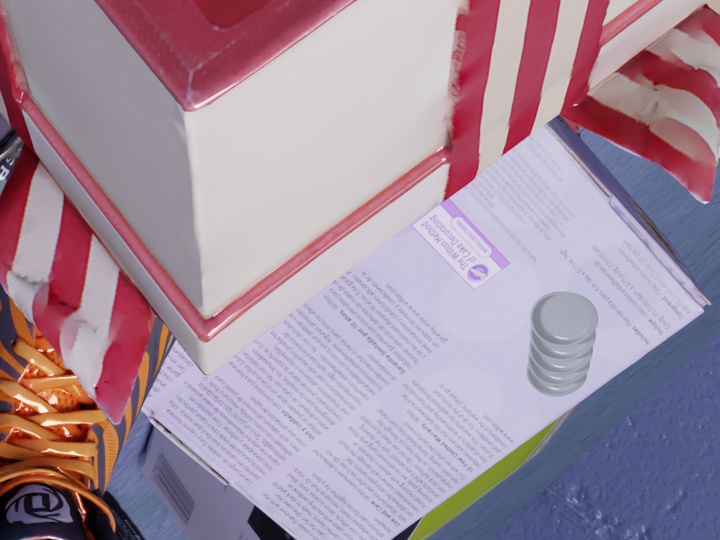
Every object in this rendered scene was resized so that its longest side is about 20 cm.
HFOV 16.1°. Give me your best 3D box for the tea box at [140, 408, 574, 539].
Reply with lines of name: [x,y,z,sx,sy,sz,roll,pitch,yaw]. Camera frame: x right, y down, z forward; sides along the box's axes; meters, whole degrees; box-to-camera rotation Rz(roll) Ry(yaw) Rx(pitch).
tea box: [0.007,0.069,1.315,0.196,0.134,0.200,-34,168,-21]

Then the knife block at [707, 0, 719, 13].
knife block: [0.061,-0.084,0.812,0.064,0.199,0.177,93,19,-76]

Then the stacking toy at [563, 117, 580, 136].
stacking toy: [0.037,-0.062,0.987,0.146,0.146,0.201,-33,152,-26]

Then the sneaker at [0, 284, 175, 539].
sneaker: [-0.095,0.050,0.829,0.112,0.077,0.202,-129,-127,-71]

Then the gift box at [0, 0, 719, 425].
gift box: [-0.014,-0.088,0.496,0.184,0.201,0.187,-32,169,-10]

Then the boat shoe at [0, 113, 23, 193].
boat shoe: [-0.111,-0.041,0.685,0.070,0.066,0.200,-40,169,6]

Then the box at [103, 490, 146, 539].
box: [-0.179,0.195,1.286,0.148,0.105,0.200,-40,168,5]

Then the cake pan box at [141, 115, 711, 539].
cake pan box: [0.000,0.000,0.933,0.184,0.052,0.200,-39,125,12]

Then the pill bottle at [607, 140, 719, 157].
pill bottle: [0.161,-0.139,1.051,0.111,0.112,0.200,-31,167,-33]
